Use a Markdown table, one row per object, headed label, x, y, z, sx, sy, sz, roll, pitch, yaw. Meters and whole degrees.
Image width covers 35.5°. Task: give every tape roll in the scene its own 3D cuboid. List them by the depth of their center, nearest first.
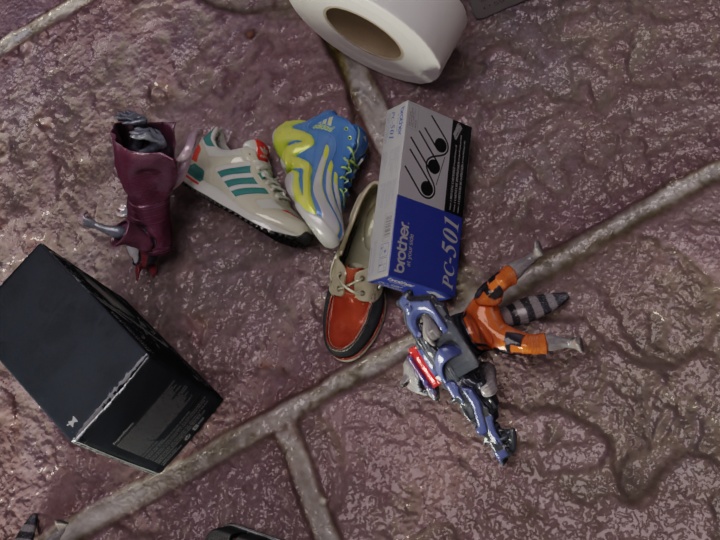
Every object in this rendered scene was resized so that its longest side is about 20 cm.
| label | x | y | z | sx | sy | sz | roll | pitch | yaw |
| --- | --- | --- | --- | --- | --- | --- | --- | --- | --- |
| tape roll | 0.018 | -0.296 | 1.274 | 0.201 | 0.202 | 0.071 | 26 | 82 | 24 |

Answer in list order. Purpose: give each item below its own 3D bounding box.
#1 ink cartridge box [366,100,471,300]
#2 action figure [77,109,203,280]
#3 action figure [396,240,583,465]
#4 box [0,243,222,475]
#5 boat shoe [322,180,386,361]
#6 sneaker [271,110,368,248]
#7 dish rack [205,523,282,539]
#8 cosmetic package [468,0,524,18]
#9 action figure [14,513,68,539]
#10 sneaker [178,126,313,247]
| label | x | y | z | sx | sy | sz | roll | pitch | yaw |
| --- | --- | --- | --- | --- | --- | --- | --- | --- | --- |
| ink cartridge box | 0.066 | -0.075 | 1.238 | 0.044 | 0.093 | 0.202 | -16 | 62 | 55 |
| action figure | -0.244 | -0.083 | 1.325 | 0.147 | 0.134 | 0.202 | 3 | 115 | 8 |
| action figure | 0.134 | 0.090 | 1.173 | 0.192 | 0.105 | 0.202 | -25 | 91 | 16 |
| box | -0.286 | 0.102 | 1.239 | 0.200 | 0.197 | 0.124 | 40 | 87 | 25 |
| boat shoe | 0.000 | 0.000 | 1.255 | 0.070 | 0.063 | 0.202 | 14 | 78 | 20 |
| sneaker | -0.034 | -0.118 | 1.280 | 0.104 | 0.076 | 0.201 | -29 | 50 | 6 |
| dish rack | -0.122 | 0.377 | 1.171 | 0.152 | 0.055 | 0.202 | 13 | 78 | 23 |
| cosmetic package | 0.165 | -0.427 | 1.270 | 0.166 | 0.200 | 0.168 | -18 | 67 | 12 |
| action figure | -0.367 | 0.372 | 1.250 | 0.198 | 0.105 | 0.196 | 8 | 80 | -6 |
| sneaker | -0.125 | -0.104 | 1.326 | 0.199 | 0.070 | 0.094 | 30 | 89 | 27 |
